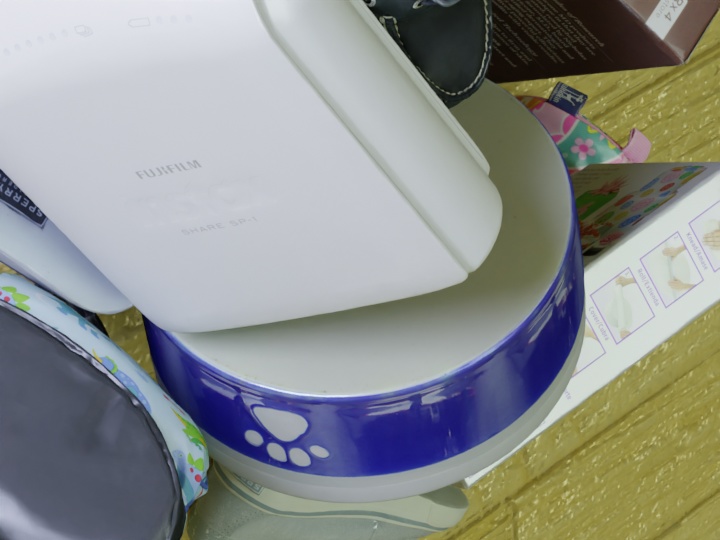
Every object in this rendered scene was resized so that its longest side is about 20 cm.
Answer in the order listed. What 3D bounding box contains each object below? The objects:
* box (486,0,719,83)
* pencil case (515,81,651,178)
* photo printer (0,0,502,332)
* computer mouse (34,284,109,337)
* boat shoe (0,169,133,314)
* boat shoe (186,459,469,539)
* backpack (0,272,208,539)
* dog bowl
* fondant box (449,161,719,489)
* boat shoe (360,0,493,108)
[{"bbox_3d":[0.100,-0.149,1.381,0.075,0.200,0.100,42,71,-24],"label":"box"},{"bbox_3d":[0.075,0.005,1.517,0.087,0.087,0.200,41,75,-50],"label":"pencil case"},{"bbox_3d":[-0.061,-0.061,1.125,0.200,0.166,0.070,50,42,-42],"label":"photo printer"},{"bbox_3d":[-0.140,0.098,1.345,0.058,0.034,0.201,-5,107,-21],"label":"computer mouse"},{"bbox_3d":[-0.171,-0.049,1.209,0.200,0.065,0.074,45,77,-28],"label":"boat shoe"},{"bbox_3d":[-0.020,0.120,1.477,0.072,0.070,0.201,-53,150,17],"label":"boat shoe"},{"bbox_3d":[-0.136,0.081,1.215,0.154,0.163,0.200,-48,171,-24],"label":"backpack"},{"bbox_3d":[0.000,0.000,1.292,0.200,0.200,0.079,-47,151,-26],"label":"dog bowl"},{"bbox_3d":[0.083,0.022,1.400,0.200,0.144,0.058,-36,105,-18],"label":"fondant box"},{"bbox_3d":[0.022,-0.134,1.106,0.075,0.066,0.200,-44,135,-29],"label":"boat shoe"}]
